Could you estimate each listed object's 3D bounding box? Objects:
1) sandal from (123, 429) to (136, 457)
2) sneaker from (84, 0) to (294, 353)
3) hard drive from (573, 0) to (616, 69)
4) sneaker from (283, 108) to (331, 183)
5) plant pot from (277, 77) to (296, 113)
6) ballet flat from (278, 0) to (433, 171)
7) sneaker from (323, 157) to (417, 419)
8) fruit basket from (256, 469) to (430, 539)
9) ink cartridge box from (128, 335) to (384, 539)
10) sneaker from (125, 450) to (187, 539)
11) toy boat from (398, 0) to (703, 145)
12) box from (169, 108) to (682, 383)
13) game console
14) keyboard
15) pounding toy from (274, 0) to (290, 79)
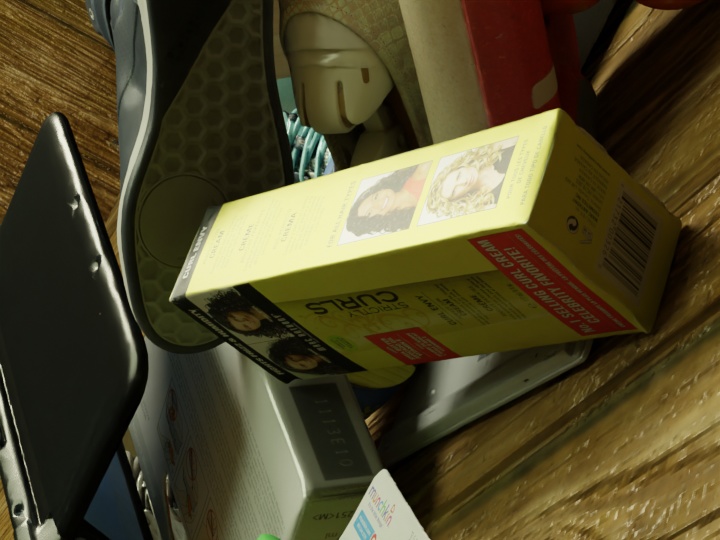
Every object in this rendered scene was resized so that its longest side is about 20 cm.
[{"bbox_3d":[-0.101,0.103,1.169,0.212,0.078,0.069,-48,-13,31],"label":"sandal"},{"bbox_3d":[-0.081,-0.074,0.800,0.146,0.076,0.205,-153,65,-71],"label":"sneaker"},{"bbox_3d":[0.095,-0.145,0.869,0.201,0.042,0.135,-63,12,1],"label":"hard drive"},{"bbox_3d":[-0.019,-0.059,1.064,0.078,0.086,0.200,-64,12,-4],"label":"sneaker"},{"bbox_3d":[-0.059,-0.129,1.268,0.201,0.133,0.201,-57,13,21],"label":"plant pot"},{"bbox_3d":[0.007,-0.063,0.778,0.067,0.201,0.062,0,40,37],"label":"ballet flat"},{"bbox_3d":[0.000,0.000,0.894,0.201,0.073,0.083,-70,6,-46],"label":"sneaker"},{"bbox_3d":[-0.004,0.179,0.556,0.186,0.093,0.200,-62,28,6],"label":"fruit basket"},{"bbox_3d":[-0.056,0.081,0.834,0.174,0.043,0.201,109,149,-42],"label":"ink cartridge box"},{"bbox_3d":[-0.113,0.126,0.993,0.200,0.115,0.076,-45,21,56],"label":"sneaker"},{"bbox_3d":[0.084,-0.126,0.706,0.131,0.129,0.201,-79,-22,-52],"label":"toy boat"},{"bbox_3d":[0.018,-0.003,0.667,0.199,0.075,0.050,-11,49,46],"label":"box"},{"bbox_3d":[-0.124,0.057,0.880,0.116,0.176,0.201,-34,45,8],"label":"game console"},{"bbox_3d":[0.054,0.037,0.740,0.057,0.011,0.200,-63,11,-26],"label":"keyboard"},{"bbox_3d":[-0.026,-0.237,1.132,0.201,0.182,0.143,-81,-23,-55],"label":"pounding toy"}]
